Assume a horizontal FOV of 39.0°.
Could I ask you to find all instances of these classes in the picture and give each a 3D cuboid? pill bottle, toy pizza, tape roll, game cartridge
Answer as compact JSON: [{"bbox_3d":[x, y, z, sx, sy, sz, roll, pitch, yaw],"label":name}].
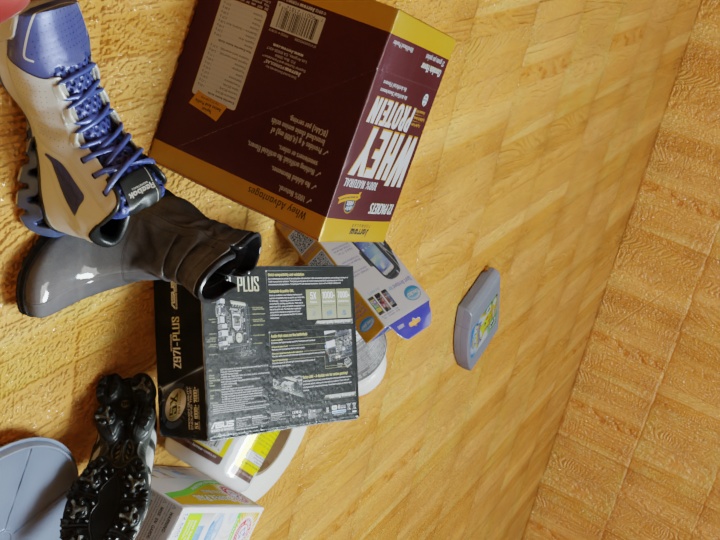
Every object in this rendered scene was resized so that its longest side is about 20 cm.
[{"bbox_3d":[-0.026,0.079,1.307,0.114,0.113,0.201,-56,154,-22],"label":"pill bottle"},{"bbox_3d":[-0.128,0.139,1.149,0.201,0.109,0.109,-60,156,-13],"label":"pill bottle"},{"bbox_3d":[-0.331,0.238,0.907,0.200,0.032,0.201,-46,148,-39],"label":"toy pizza"},{"bbox_3d":[-0.129,0.208,1.308,0.203,0.037,0.204,-48,151,-37],"label":"tape roll"},{"bbox_3d":[0.226,0.102,1.972,0.133,0.040,0.201,-48,151,-28],"label":"game cartridge"}]

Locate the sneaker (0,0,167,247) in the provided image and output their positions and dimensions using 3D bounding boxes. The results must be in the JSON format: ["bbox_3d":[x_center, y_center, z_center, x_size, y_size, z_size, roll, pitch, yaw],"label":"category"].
[{"bbox_3d":[-0.199,-0.099,0.762,0.081,0.114,0.201,-41,145,-46],"label":"sneaker"}]

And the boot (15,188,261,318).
[{"bbox_3d":[-0.182,-0.006,0.867,0.200,0.131,0.070,-43,149,-43],"label":"boot"}]

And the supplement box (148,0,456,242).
[{"bbox_3d":[-0.052,-0.154,0.922,0.133,0.196,0.202,-3,115,-64],"label":"supplement box"}]

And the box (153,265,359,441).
[{"bbox_3d":[-0.102,0.078,1.031,0.199,0.086,0.166,-2,88,-44],"label":"box"}]

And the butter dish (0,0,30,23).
[{"bbox_3d":[-0.288,-0.188,0.469,0.198,0.149,0.200,-23,154,3],"label":"butter dish"}]

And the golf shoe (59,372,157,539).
[{"bbox_3d":[-0.230,0.202,0.972,0.095,0.077,0.202,98,1,-58],"label":"golf shoe"}]

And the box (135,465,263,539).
[{"bbox_3d":[-0.209,0.288,1.128,0.113,0.101,0.200,-64,157,-3],"label":"box"}]

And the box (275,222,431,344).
[{"bbox_3d":[0.000,0.000,1.195,0.041,0.201,0.119,-41,171,33],"label":"box"}]
